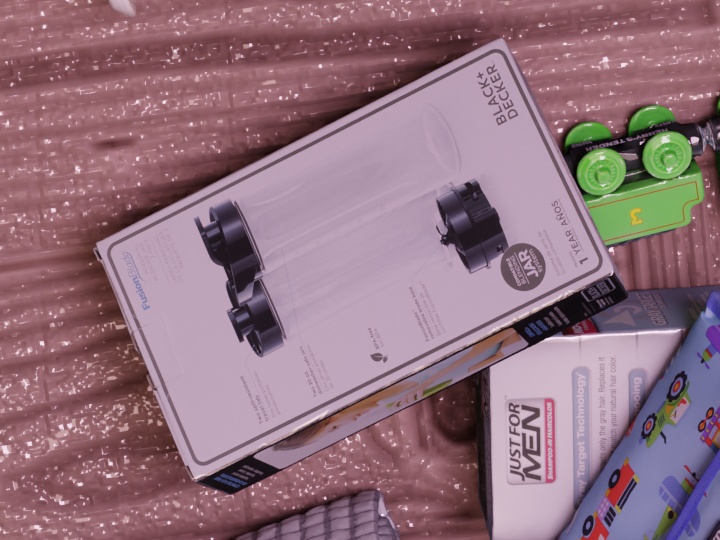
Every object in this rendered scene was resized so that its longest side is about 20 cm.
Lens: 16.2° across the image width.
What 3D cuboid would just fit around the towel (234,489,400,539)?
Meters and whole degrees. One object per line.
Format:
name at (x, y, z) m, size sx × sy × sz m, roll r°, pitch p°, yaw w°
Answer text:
towel at (-0.045, 0.188, 1.095) m, size 0.164 × 0.200 × 0.086 m, roll -19°, pitch 110°, yaw 3°

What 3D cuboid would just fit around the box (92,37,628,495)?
box at (0.000, 0.000, 1.082) m, size 0.199 × 0.060 × 0.117 m, roll -27°, pitch 75°, yaw 6°

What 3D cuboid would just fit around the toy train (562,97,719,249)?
toy train at (0.183, -0.054, 1.119) m, size 0.198 × 0.042 × 0.057 m, roll -13°, pitch 118°, yaw 0°

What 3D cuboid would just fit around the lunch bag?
lunch bag at (0.161, 0.122, 1.025) m, size 0.094 × 0.200 × 0.151 m, roll 28°, pitch 104°, yaw -13°

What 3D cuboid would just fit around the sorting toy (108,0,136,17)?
sorting toy at (-0.041, -0.183, 0.985) m, size 0.199 × 0.180 × 0.107 m, roll -34°, pitch 108°, yaw 6°

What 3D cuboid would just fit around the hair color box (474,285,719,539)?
hair color box at (0.152, 0.062, 1.143) m, size 0.198 × 0.061 × 0.100 m, roll -4°, pitch 108°, yaw -4°
